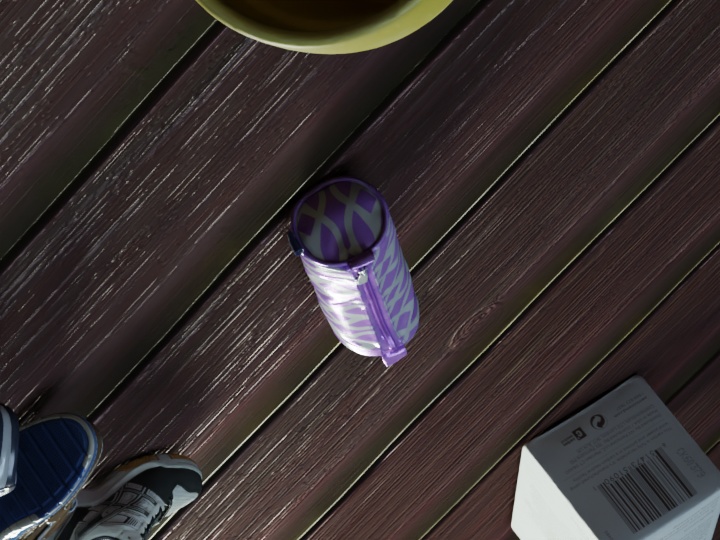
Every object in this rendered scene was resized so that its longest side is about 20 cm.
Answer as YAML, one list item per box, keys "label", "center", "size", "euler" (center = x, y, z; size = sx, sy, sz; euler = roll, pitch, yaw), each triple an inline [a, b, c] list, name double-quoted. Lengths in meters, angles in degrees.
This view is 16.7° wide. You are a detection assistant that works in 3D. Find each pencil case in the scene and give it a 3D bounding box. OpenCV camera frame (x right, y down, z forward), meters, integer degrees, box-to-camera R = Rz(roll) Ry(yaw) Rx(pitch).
- label: "pencil case"
  center: [0.000, 0.000, 1.957]
  size: [0.084, 0.086, 0.200]
  euler: [-34, 156, -5]

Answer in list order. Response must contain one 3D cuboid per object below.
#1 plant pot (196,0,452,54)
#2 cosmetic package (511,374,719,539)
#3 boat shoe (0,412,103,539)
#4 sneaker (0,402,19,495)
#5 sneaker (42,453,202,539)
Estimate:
- label: "plant pot"
  center: [-0.004, -0.225, 1.464]
  size: [0.201, 0.201, 0.189]
  euler: [-44, 169, 11]
- label: "cosmetic package"
  center: [0.280, 0.257, 2.678]
  size: [0.164, 0.165, 0.201]
  euler: [-29, 153, -19]
- label: "boat shoe"
  center: [-0.263, 0.176, 1.923]
  size: [0.200, 0.073, 0.072]
  euler: [-40, 162, 27]
- label: "sneaker"
  center: [-0.329, 0.169, 1.808]
  size: [0.200, 0.070, 0.108]
  euler: [-50, 151, 17]
- label: "sneaker"
  center: [-0.202, 0.217, 2.045]
  size: [0.199, 0.088, 0.076]
  euler: [-17, 146, -42]
